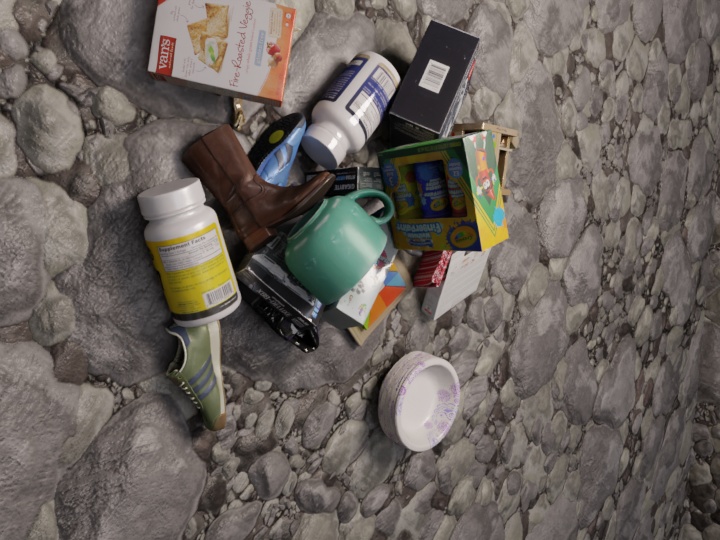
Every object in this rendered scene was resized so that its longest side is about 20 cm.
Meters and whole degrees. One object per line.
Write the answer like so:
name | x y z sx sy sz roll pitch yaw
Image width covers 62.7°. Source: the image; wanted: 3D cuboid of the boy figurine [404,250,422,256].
boy figurine | 0.147 -0.126 1.202 0.064 0.124 0.202 2 125 -53

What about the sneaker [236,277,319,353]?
sneaker | -0.136 0.070 1.028 0.076 0.088 0.200 -42 127 7

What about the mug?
mug | -0.042 -0.053 0.947 0.114 0.151 0.187 43 47 -16

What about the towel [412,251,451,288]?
towel | 0.167 -0.060 1.254 0.022 0.144 0.204 23 82 -12

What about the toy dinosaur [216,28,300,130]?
toy dinosaur | -0.183 -0.334 0.959 0.101 0.057 0.203 33 82 -55

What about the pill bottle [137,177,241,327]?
pill bottle | -0.260 -0.029 0.899 0.113 0.113 0.205 -27 114 -34

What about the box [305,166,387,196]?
box | 0.021 -0.159 1.086 0.197 0.157 0.047 -4 97 -40

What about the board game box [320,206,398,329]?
board game box | 0.000 0.000 1.076 0.063 0.147 0.203 30 73 -14

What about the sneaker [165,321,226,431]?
sneaker | -0.274 0.170 0.963 0.088 0.067 0.206 -8 103 -31

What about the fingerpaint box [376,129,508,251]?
fingerpaint box | 0.126 -0.122 0.945 0.072 0.198 0.171 -22 107 -35

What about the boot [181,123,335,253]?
boot | -0.161 -0.160 0.912 0.185 0.064 0.202 -36 85 4

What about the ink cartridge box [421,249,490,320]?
ink cartridge box | 0.215 -0.002 1.304 0.161 0.050 0.203 -30 143 -33

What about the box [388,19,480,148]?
box | 0.139 -0.328 1.134 0.182 0.102 0.204 75 39 -78

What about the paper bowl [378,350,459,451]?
paper bowl | 0.118 0.279 1.292 0.197 0.103 0.206 -10 105 -39

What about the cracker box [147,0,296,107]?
cracker box | -0.201 -0.333 0.870 0.195 0.058 0.138 9 93 -9

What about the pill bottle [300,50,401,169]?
pill bottle | -0.019 -0.284 1.061 0.202 0.110 0.111 -55 127 -18

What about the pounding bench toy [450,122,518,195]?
pounding bench toy | 0.279 -0.234 1.320 0.197 0.123 0.160 -2 100 -40

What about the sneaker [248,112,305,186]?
sneaker | -0.148 -0.175 1.006 0.202 0.065 0.079 -59 137 -15

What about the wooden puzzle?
wooden puzzle | 0.021 0.025 1.203 0.201 0.037 0.187 -49 125 -23

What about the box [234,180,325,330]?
box | -0.106 -0.027 1.018 0.157 0.049 0.203 42 53 -23
